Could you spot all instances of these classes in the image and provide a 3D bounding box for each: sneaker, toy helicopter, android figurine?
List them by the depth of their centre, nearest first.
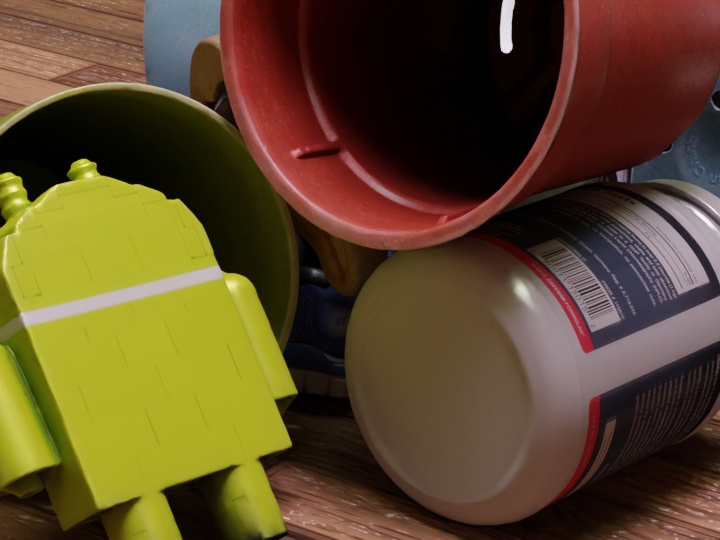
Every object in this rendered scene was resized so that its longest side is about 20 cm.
[{"bbox_3d":[-0.106,0.042,1.086,0.182,0.201,0.041,-17,-12,-46],"label":"android figurine"},{"bbox_3d":[-0.038,-0.060,1.229,0.079,0.133,0.200,-12,37,-25],"label":"toy helicopter"},{"bbox_3d":[0.000,0.000,1.333,0.078,0.090,0.200,9,20,10],"label":"sneaker"}]

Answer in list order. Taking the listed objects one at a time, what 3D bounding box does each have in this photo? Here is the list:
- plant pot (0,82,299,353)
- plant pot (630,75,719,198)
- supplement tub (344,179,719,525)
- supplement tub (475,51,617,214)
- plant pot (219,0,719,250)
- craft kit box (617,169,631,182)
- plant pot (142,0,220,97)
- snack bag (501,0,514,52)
[{"bbox_3d":[-0.154,-0.005,1.231,0.186,0.188,0.200,-5,7,-23],"label":"plant pot"},{"bbox_3d":[0.270,-0.096,1.505,0.195,0.197,0.200,18,29,33],"label":"plant pot"},{"bbox_3d":[0.102,0.034,1.189,0.140,0.141,0.200,20,26,37],"label":"supplement tub"},{"bbox_3d":[0.083,-0.052,1.378,0.122,0.123,0.200,9,-2,13],"label":"supplement tub"},{"bbox_3d":[0.070,-0.117,1.163,0.200,0.202,0.195,19,15,34],"label":"plant pot"},{"bbox_3d":[0.169,-0.140,1.584,0.048,0.199,0.200,8,20,8],"label":"craft kit box"},{"bbox_3d":[-0.019,-0.133,1.441,0.134,0.201,0.200,-1,16,30],"label":"plant pot"},{"bbox_3d":[0.014,-0.118,1.573,0.199,0.021,0.189,6,63,13],"label":"snack bag"}]
